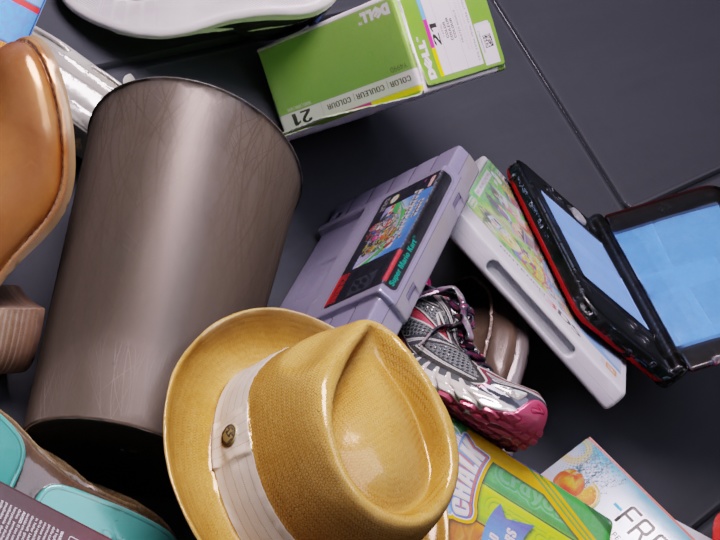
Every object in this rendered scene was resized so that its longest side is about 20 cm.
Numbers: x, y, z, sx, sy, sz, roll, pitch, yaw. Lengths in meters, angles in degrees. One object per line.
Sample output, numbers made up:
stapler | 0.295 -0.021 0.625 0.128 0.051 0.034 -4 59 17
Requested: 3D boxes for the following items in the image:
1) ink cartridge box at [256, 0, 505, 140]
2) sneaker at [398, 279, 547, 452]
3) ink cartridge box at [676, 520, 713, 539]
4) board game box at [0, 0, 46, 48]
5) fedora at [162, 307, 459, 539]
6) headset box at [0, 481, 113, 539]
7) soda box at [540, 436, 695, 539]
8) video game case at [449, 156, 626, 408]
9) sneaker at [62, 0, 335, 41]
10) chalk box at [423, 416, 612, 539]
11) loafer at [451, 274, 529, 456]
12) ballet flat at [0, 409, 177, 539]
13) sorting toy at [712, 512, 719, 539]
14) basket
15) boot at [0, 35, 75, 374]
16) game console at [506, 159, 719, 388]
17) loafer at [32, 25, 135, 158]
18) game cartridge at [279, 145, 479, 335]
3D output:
ink cartridge box | -0.016 -0.142 1.031 0.200 0.147 0.076 -23 97 -46
sneaker | 0.053 0.049 0.941 0.075 0.200 0.081 -49 129 -5
ink cartridge box | 0.222 0.272 1.041 0.199 0.043 0.197 27 48 -21
board game box | -0.275 -0.129 0.831 0.151 0.037 0.201 25 80 -25
fedora | -0.007 0.092 0.758 0.200 0.082 0.201 27 42 -27
headset box | -0.147 0.183 0.711 0.200 0.149 0.077 31 58 -19
soda box | 0.194 0.205 0.952 0.063 0.069 0.200 -34 52 -13
video game case | 0.137 0.002 1.105 0.182 0.022 0.200 48 17 -3
sneaker | -0.115 -0.195 1.059 0.199 0.112 0.073 0 87 -4
chalk box | 0.037 0.176 0.891 0.200 0.124 0.125 33 45 -18
loafer | 0.070 0.080 1.019 0.071 0.073 0.201 25 48 -24
ballet flat | -0.188 0.120 0.780 0.200 0.072 0.068 33 63 -19
sorting toy | 0.321 0.272 1.069 0.200 0.069 0.199 54 35 -24
basket | -0.118 0.021 0.856 0.135 0.181 0.201 9 62 2
boot | -0.245 -0.036 0.788 0.155 0.077 0.201 4 104 -38
game console | 0.228 -0.020 1.134 0.172 0.119 0.200 36 21 -34
loafer | -0.157 -0.097 0.952 0.200 0.070 0.070 32 55 -18
game cartridge | 0.000 0.000 0.973 0.038 0.129 0.200 46 43 -16
